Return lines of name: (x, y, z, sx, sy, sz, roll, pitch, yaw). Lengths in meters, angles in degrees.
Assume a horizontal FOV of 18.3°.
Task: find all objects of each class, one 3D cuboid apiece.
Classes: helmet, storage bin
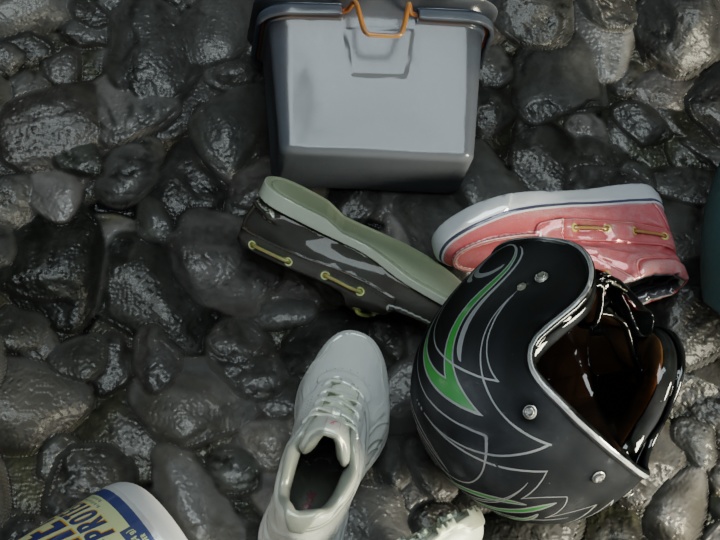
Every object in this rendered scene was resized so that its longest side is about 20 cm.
helmet: (0.132, 0.091, 1.653, 0.200, 0.200, 0.191, 23, 71, 5)
storage bin: (0.011, -0.143, 1.806, 0.200, 0.146, 0.135, 1, 71, -7)

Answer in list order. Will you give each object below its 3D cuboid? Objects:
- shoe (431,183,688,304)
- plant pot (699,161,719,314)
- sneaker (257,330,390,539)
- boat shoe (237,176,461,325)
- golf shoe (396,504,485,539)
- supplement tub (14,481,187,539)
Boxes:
shoe: (0.162, -0.010, 1.782, 0.200, 0.072, 0.091, -8, 57, -17)
plant pot: (0.345, -0.005, 1.757, 0.200, 0.200, 0.135, 35, 96, 11)
sneaker: (-0.018, 0.124, 1.666, 0.078, 0.099, 0.200, 14, 60, 0)
boat shoe: (0.000, 0.000, 1.763, 0.201, 0.061, 0.072, 30, 17, 0)
golf shoe: (0.029, 0.257, 1.628, 0.200, 0.078, 0.097, -40, 90, -19)
supplement tub: (-0.211, 0.252, 1.542, 0.200, 0.145, 0.145, -29, 69, -22)
